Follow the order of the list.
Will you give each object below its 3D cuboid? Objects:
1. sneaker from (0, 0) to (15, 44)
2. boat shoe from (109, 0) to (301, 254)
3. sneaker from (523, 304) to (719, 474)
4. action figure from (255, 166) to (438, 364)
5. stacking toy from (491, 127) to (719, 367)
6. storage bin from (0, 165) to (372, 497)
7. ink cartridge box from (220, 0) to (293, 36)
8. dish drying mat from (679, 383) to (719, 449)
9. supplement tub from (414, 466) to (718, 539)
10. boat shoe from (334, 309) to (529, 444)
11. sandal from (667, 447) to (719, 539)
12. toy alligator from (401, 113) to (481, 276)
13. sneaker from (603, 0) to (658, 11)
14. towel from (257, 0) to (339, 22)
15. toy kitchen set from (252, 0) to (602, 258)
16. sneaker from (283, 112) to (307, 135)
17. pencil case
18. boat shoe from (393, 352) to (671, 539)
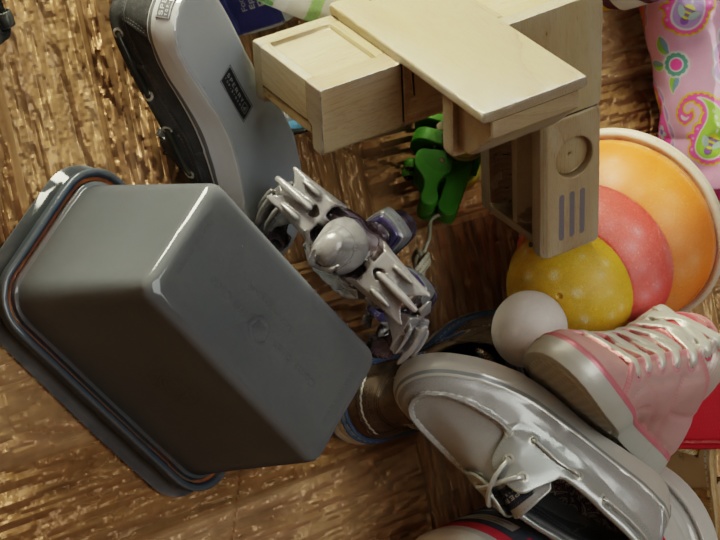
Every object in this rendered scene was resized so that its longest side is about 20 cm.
[{"bbox_3d":[-0.221,-0.183,1.202,0.099,0.071,0.200,47,63,-31],"label":"sneaker"},{"bbox_3d":[-0.096,-0.089,1.303,0.070,0.066,0.200,-62,142,-32],"label":"boat shoe"},{"bbox_3d":[0.173,0.055,1.373,0.105,0.075,0.200,-54,149,-5],"label":"sneaker"},{"bbox_3d":[0.000,0.000,1.310,0.130,0.069,0.200,55,8,13],"label":"action figure"},{"bbox_3d":[0.145,0.003,1.437,0.200,0.146,0.146,-41,114,-51],"label":"stacking toy"},{"bbox_3d":[-0.090,0.027,1.255,0.200,0.134,0.146,49,57,-29],"label":"storage bin"},{"bbox_3d":[-0.069,-0.259,1.361,0.200,0.041,0.200,-38,111,-37],"label":"ink cartridge box"},{"bbox_3d":[0.215,0.090,1.515,0.200,0.018,0.077,2,104,-27],"label":"dish drying mat"},{"bbox_3d":[0.130,0.210,1.433,0.200,0.140,0.141,-19,99,-41],"label":"supplement tub"},{"bbox_3d":[0.070,0.074,1.436,0.200,0.072,0.072,-20,100,-41],"label":"boat shoe"},{"bbox_3d":[0.212,0.116,1.561,0.070,0.078,0.212,-31,113,-38],"label":"sandal"},{"bbox_3d":[0.054,-0.077,1.453,0.054,0.059,0.200,24,67,8],"label":"toy alligator"},{"bbox_3d":[0.163,-0.275,1.528,0.200,0.090,0.075,59,40,-29],"label":"sneaker"},{"bbox_3d":[-0.053,-0.240,1.310,0.200,0.023,0.153,20,92,-15],"label":"towel"},{"bbox_3d":[0.067,-0.063,1.299,0.200,0.163,0.181,-21,127,-25],"label":"toy kitchen set"},{"bbox_3d":[0.003,-0.159,1.375,0.200,0.075,0.087,-36,108,-15],"label":"sneaker"},{"bbox_3d":[0.253,-0.148,1.613,0.087,0.087,0.201,-13,94,-42],"label":"pencil case"},{"bbox_3d":[0.103,0.125,1.341,0.200,0.072,0.069,37,39,-17],"label":"boat shoe"}]
